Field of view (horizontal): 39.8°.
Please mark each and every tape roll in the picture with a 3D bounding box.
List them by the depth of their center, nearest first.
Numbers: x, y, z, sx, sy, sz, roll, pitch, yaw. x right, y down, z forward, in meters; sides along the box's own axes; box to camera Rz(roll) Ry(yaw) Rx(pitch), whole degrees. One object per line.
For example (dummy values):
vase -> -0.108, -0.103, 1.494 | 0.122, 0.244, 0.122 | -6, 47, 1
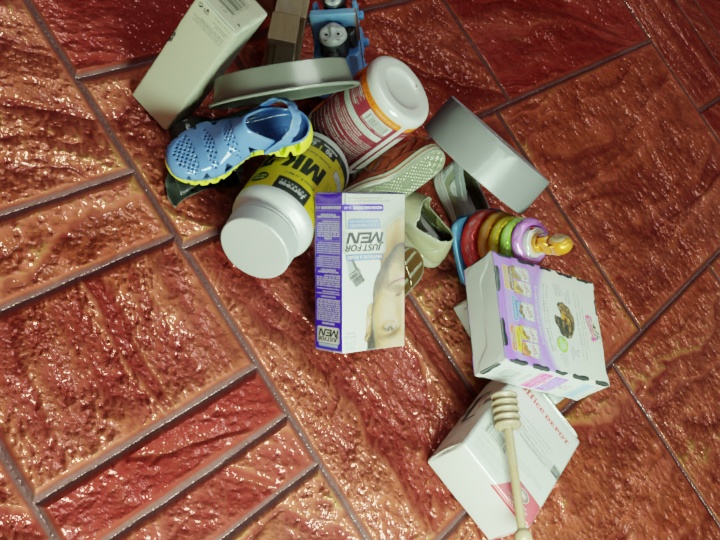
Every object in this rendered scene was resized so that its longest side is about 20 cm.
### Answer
tape roll -> 0.190, -0.174, 1.498 | 0.200, 0.066, 0.200 | 39, 12, -10

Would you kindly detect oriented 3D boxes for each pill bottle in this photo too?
pill bottle -> -0.099, -0.088, 1.308 | 0.114, 0.114, 0.201 | 42, 43, -13
pill bottle -> -0.008, -0.204, 1.397 | 0.109, 0.199, 0.110 | 26, 49, -34

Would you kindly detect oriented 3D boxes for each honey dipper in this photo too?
honey dipper -> 0.200, 0.255, 1.289 | 0.038, 0.038, 0.201 | 17, 54, -34

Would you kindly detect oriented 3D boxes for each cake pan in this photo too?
cake pan -> -0.101, -0.241, 1.281 | 0.200, 0.199, 0.037 | -17, 100, -47

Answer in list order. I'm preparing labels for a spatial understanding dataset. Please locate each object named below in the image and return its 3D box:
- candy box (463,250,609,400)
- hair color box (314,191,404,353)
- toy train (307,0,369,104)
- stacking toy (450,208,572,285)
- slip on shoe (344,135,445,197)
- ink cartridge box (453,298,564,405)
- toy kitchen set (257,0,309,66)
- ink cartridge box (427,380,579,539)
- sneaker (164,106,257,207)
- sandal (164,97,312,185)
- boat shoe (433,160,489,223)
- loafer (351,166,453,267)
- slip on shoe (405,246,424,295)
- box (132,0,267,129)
candy box -> 0.252, 0.082, 1.420 | 0.199, 0.071, 0.169 | 16, 56, -30
hair color box -> 0.000, 0.000, 1.278 | 0.109, 0.065, 0.202 | -4, 97, -40
toy train -> -0.030, -0.311, 1.472 | 0.086, 0.201, 0.115 | -3, 56, 4
stacking toy -> 0.235, -0.039, 1.470 | 0.115, 0.199, 0.111 | -16, 99, -33
slip on shoe -> 0.028, -0.129, 1.439 | 0.061, 0.199, 0.074 | 48, -13, 40
ink cartridge box -> 0.256, 0.108, 1.523 | 0.145, 0.087, 0.201 | -20, 80, -47
toy kitchen set -> -0.171, -0.349, 1.440 | 0.179, 0.164, 0.201 | 9, 53, -4
ink cartridge box -> 0.203, 0.250, 1.383 | 0.146, 0.085, 0.200 | 52, 44, -2
sneaker -> -0.181, -0.153, 1.321 | 0.199, 0.060, 0.105 | -16, 75, -42
sandal -> -0.150, -0.169, 1.240 | 0.199, 0.087, 0.080 | -23, 81, -16
boat shoe -> 0.188, -0.087, 1.605 | 0.074, 0.065, 0.203 | -11, 71, -45
loafer -> 0.069, -0.096, 1.500 | 0.200, 0.068, 0.076 | 45, 42, -9
slip on shoe -> 0.008, 0.037, 1.369 | 0.200, 0.060, 0.076 | -49, 120, -30
box -> -0.207, -0.274, 1.266 | 0.068, 0.200, 0.082 | 46, 41, -4
